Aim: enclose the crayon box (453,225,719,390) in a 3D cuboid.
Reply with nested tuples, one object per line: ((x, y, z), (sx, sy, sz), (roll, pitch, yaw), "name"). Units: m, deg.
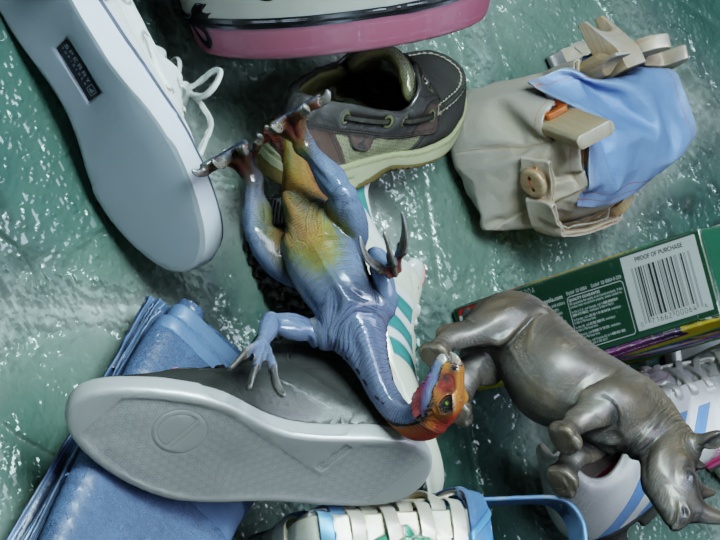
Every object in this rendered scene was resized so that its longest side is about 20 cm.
((0.188, 0.016, 1.786), (0.172, 0.200, 0.058), (-9, 83, -45), "crayon box")

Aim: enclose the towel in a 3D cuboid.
((-0.111, 0.117, 1.571), (0.112, 0.049, 0.200), (46, 48, -23), "towel")

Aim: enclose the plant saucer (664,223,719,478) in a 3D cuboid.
((0.283, 0.059, 1.972), (0.200, 0.050, 0.200), (17, 64, -40), "plant saucer")

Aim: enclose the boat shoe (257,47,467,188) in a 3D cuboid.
((0.012, -0.099, 1.726), (0.072, 0.066, 0.201), (31, 31, 19), "boat shoe")

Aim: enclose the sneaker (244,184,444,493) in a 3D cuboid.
((0.014, 0.037, 1.704), (0.093, 0.070, 0.200), (-27, 92, -40), "sneaker")

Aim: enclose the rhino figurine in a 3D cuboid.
((0.132, 0.082, 1.684), (0.200, 0.060, 0.087), (34, 49, 9), "rhino figurine")

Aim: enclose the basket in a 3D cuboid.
((0.041, 0.207, 1.620), (0.200, 0.139, 0.177), (7, 70, -33), "basket")

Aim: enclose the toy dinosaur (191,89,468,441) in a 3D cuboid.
((0.000, 0.000, 1.554), (0.182, 0.105, 0.200), (59, 21, -4), "toy dinosaur")

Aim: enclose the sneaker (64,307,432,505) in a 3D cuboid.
((-0.065, 0.065, 1.561), (0.200, 0.071, 0.099), (9, 38, -23), "sneaker")

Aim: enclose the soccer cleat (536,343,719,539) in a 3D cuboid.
((0.189, 0.086, 1.817), (0.200, 0.070, 0.086), (-39, 123, -23), "soccer cleat")

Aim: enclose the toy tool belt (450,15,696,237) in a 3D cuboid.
((0.155, -0.094, 1.850), (0.200, 0.123, 0.125), (-28, 95, -46), "toy tool belt")

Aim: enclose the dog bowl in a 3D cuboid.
((-0.014, -0.170, 1.674), (0.200, 0.200, 0.074), (-22, 111, -46), "dog bowl")

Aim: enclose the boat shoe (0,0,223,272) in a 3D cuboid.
((-0.120, -0.099, 1.630), (0.086, 0.075, 0.202), (-30, 87, -48), "boat shoe")
